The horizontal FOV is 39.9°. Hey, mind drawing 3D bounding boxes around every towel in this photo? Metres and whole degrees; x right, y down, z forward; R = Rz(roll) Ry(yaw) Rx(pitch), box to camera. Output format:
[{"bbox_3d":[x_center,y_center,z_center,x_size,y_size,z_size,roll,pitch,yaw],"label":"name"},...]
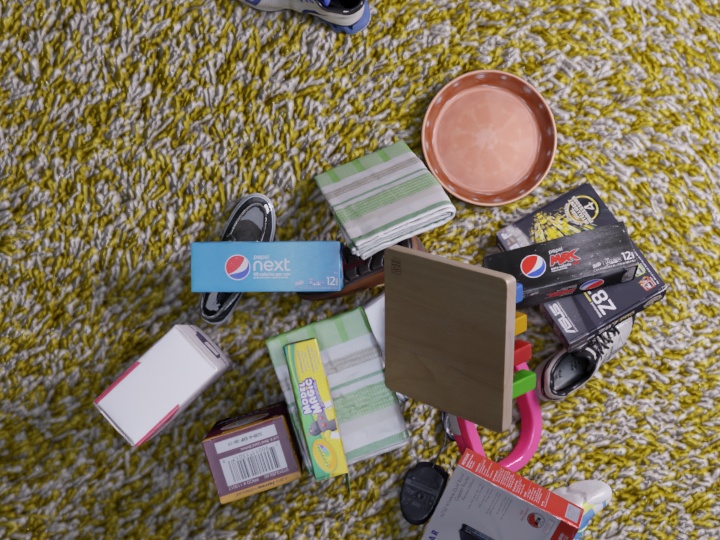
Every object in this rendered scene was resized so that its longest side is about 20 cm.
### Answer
[{"bbox_3d":[-0.031,0.164,1.353,0.149,0.031,0.200,-19,88,-5],"label":"towel"},{"bbox_3d":[0.030,-0.101,1.367,0.149,0.200,0.031,-22,128,-5],"label":"towel"}]

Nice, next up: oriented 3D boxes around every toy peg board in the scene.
[{"bbox_3d":[0.135,0.074,1.269,0.098,0.200,0.199,-18,114,-42],"label":"toy peg board"}]

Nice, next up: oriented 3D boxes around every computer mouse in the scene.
[{"bbox_3d":[0.112,0.274,1.441,0.059,0.034,0.200,22,82,19],"label":"computer mouse"}]

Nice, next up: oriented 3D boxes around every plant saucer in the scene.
[{"bbox_3d":[0.186,-0.193,1.452,0.200,0.032,0.200,0,88,-5],"label":"plant saucer"}]

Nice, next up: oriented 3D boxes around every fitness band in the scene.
[{"bbox_3d":[0.192,0.199,1.400,0.144,0.037,0.200,-30,112,-30],"label":"fitness band"}]

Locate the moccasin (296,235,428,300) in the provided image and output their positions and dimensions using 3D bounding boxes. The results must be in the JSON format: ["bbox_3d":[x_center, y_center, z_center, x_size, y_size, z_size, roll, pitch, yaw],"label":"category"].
[{"bbox_3d":[0.000,-0.001,1.401,0.201,0.078,0.074,-23,62,18],"label":"moccasin"}]

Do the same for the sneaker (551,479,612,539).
[{"bbox_3d":[0.286,0.385,1.431,0.200,0.076,0.105,-29,101,8],"label":"sneaker"}]

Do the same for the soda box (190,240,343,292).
[{"bbox_3d":[-0.124,-0.006,1.333,0.200,0.064,0.068,0,92,2],"label":"soda box"}]

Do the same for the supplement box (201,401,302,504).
[{"bbox_3d":[-0.142,0.240,1.335,0.110,0.200,0.086,-17,89,-4],"label":"supplement box"}]

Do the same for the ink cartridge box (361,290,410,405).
[{"bbox_3d":[0.030,0.119,1.408,0.200,0.085,0.146,-34,91,-5],"label":"ink cartridge box"}]

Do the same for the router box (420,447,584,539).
[{"bbox_3d":[0.184,0.371,1.367,0.179,0.049,0.200,26,118,11],"label":"router box"}]

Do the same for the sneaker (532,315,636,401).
[{"bbox_3d":[0.334,0.116,1.429,0.076,0.088,0.200,43,85,0],"label":"sneaker"}]

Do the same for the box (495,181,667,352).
[{"bbox_3d":[0.311,-0.007,1.414,0.161,0.049,0.200,-29,67,-2],"label":"box"}]

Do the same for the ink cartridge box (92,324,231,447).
[{"bbox_3d":[-0.258,0.149,1.330,0.145,0.200,0.084,-43,89,-4],"label":"ink cartridge box"}]

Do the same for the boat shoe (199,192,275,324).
[{"bbox_3d":[-0.172,-0.015,1.403,0.072,0.071,0.200,20,88,-3],"label":"boat shoe"}]

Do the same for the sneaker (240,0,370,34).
[{"bbox_3d":[-0.076,-0.402,1.396,0.199,0.115,0.081,16,87,-4],"label":"sneaker"}]

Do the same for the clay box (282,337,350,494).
[{"bbox_3d":[-0.055,0.188,1.278,0.048,0.115,0.200,-13,87,-3],"label":"clay box"}]

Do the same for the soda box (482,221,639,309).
[{"bbox_3d":[0.272,-0.003,1.358,0.200,0.063,0.071,-14,66,3],"label":"soda box"}]
